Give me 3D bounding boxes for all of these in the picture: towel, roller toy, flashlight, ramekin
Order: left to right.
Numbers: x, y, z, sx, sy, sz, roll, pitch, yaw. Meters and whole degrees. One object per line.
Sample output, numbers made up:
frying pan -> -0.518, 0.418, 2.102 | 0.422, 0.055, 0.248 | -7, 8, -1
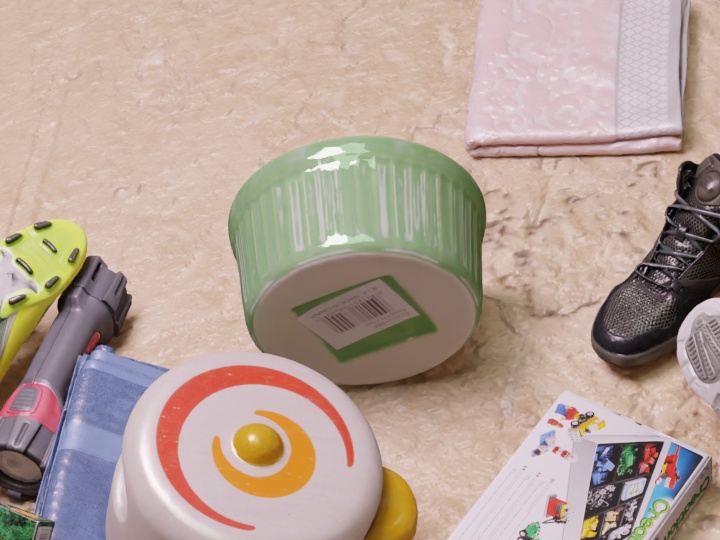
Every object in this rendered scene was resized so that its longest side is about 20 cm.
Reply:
flashlight -> -0.232, 0.085, 1.641 | 0.068, 0.068, 0.201 | 36, 44, -13
towel -> -0.177, 0.155, 1.552 | 0.111, 0.049, 0.201 | 21, 48, -12
roller toy -> -0.079, 0.156, 1.456 | 0.182, 0.140, 0.200 | -30, 63, -34
ramekin -> 0.000, 0.000, 1.587 | 0.198, 0.201, 0.098 | -7, 53, 4
towel -> 0.190, -0.177, 1.832 | 0.190, 0.032, 0.201 | 0, 46, 11

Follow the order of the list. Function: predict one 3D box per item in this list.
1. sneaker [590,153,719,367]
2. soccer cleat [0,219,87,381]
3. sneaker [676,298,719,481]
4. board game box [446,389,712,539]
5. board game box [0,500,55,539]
sneaker -> 0.244, -0.017, 1.611 | 0.199, 0.115, 0.076 | -38, 50, -22
soccer cleat -> -0.287, 0.043, 1.654 | 0.065, 0.084, 0.201 | 33, 72, 11
sneaker -> 0.302, 0.112, 1.503 | 0.099, 0.078, 0.201 | 10, 56, -37
board game box -> 0.146, 0.183, 1.490 | 0.126, 0.035, 0.200 | 24, 55, 28
board game box -> -0.308, 0.201, 1.507 | 0.199, 0.023, 0.106 | 15, 89, 34
